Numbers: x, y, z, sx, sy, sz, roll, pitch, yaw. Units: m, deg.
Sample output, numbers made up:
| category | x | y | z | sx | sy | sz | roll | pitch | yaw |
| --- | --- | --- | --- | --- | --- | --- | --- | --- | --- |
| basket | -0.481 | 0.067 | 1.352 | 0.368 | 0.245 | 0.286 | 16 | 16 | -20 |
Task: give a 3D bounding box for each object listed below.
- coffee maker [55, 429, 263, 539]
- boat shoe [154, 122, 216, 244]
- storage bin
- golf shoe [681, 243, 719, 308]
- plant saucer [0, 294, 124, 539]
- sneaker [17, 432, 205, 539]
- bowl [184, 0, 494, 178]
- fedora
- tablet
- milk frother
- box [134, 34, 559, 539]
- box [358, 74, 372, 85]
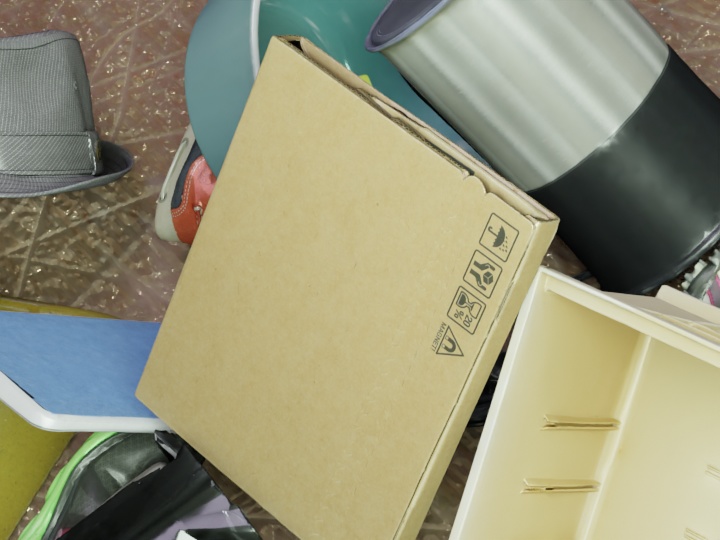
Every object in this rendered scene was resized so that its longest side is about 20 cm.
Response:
| category | x | y | z | sx | sy | sz | roll | pitch | yaw |
| --- | --- | --- | --- | --- | --- | --- | --- | --- | --- |
| coffee maker | -0.126 | 0.180 | 1.059 | 0.200 | 0.192 | 0.135 | -37 | 88 | -8 |
| boat shoe | -0.072 | -0.098 | 1.412 | 0.062 | 0.071 | 0.200 | -6 | 51 | 25 |
| storage bin | 0.143 | 0.127 | 0.993 | 0.198 | 0.094 | 0.201 | 26 | 103 | 41 |
| golf shoe | 0.181 | 0.045 | 1.160 | 0.088 | 0.077 | 0.200 | 40 | 70 | 19 |
| plant saucer | -0.258 | 0.078 | 1.346 | 0.199 | 0.049 | 0.200 | 8 | 52 | 32 |
| sneaker | -0.137 | 0.155 | 1.208 | 0.084 | 0.077 | 0.200 | 30 | 68 | 22 |
| bowl | -0.021 | -0.102 | 1.320 | 0.105 | 0.201 | 0.201 | -13 | 41 | 43 |
| fedora | -0.222 | -0.100 | 1.397 | 0.176 | 0.091 | 0.200 | 7 | 8 | 15 |
| tablet | -0.116 | 0.055 | 1.220 | 0.130 | 0.200 | 0.014 | 35 | 110 | 43 |
| milk frother | 0.071 | -0.052 | 1.205 | 0.180 | 0.188 | 0.200 | -27 | 23 | 54 |
| box | -0.013 | 0.019 | 1.060 | 0.163 | 0.200 | 0.021 | 37 | 29 | 28 |
| box | 0.000 | 0.000 | 1.180 | 0.047 | 0.200 | 0.122 | -11 | 43 | -5 |
